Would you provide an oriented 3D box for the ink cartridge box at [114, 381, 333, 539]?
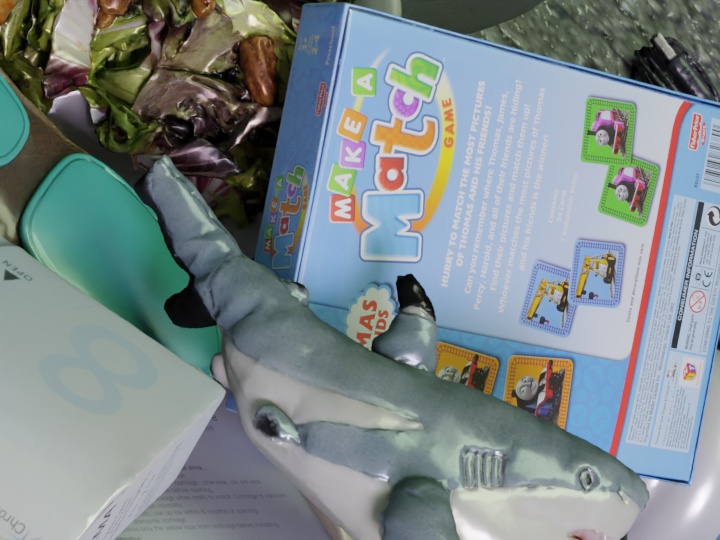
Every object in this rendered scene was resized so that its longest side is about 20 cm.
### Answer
[{"bbox_3d":[-0.081,0.113,0.815,0.197,0.047,0.200,4,34,-40],"label":"ink cartridge box"}]

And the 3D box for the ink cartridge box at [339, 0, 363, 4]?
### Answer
[{"bbox_3d":[-0.082,-0.171,1.001,0.200,0.145,0.084,56,31,-3],"label":"ink cartridge box"}]

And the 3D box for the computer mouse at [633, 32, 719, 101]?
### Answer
[{"bbox_3d":[0.177,-0.048,1.323,0.139,0.053,0.200,55,33,-6],"label":"computer mouse"}]

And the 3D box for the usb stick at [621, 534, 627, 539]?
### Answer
[{"bbox_3d":[0.084,0.157,0.992,0.055,0.033,0.201,5,80,-35],"label":"usb stick"}]

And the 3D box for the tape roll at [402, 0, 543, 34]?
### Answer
[{"bbox_3d":[0.017,-0.197,1.081,0.200,0.200,0.066,38,36,-27],"label":"tape roll"}]

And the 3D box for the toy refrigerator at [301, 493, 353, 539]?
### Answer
[{"bbox_3d":[0.000,0.115,0.947,0.076,0.070,0.200,-5,67,-46],"label":"toy refrigerator"}]

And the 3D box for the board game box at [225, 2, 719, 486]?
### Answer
[{"bbox_3d":[0.055,-0.006,0.936,0.200,0.037,0.152,11,90,-34],"label":"board game box"}]

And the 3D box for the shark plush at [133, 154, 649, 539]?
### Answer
[{"bbox_3d":[0.001,0.039,0.855,0.200,0.083,0.091,41,-10,15],"label":"shark plush"}]

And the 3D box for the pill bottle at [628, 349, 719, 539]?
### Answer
[{"bbox_3d":[0.161,0.098,1.122,0.200,0.112,0.112,25,45,-28],"label":"pill bottle"}]

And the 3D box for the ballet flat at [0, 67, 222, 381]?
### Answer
[{"bbox_3d":[-0.132,-0.024,0.881,0.200,0.072,0.068,47,46,-16],"label":"ballet flat"}]

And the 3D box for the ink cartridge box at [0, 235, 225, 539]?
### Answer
[{"bbox_3d":[-0.152,0.043,0.760,0.160,0.047,0.200,35,27,7],"label":"ink cartridge box"}]

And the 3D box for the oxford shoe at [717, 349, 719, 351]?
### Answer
[{"bbox_3d":[0.181,0.077,1.230,0.200,0.071,0.073,39,18,-34],"label":"oxford shoe"}]

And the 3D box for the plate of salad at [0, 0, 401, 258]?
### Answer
[{"bbox_3d":[-0.082,-0.094,0.912,0.200,0.200,0.048,53,-4,-8],"label":"plate of salad"}]
